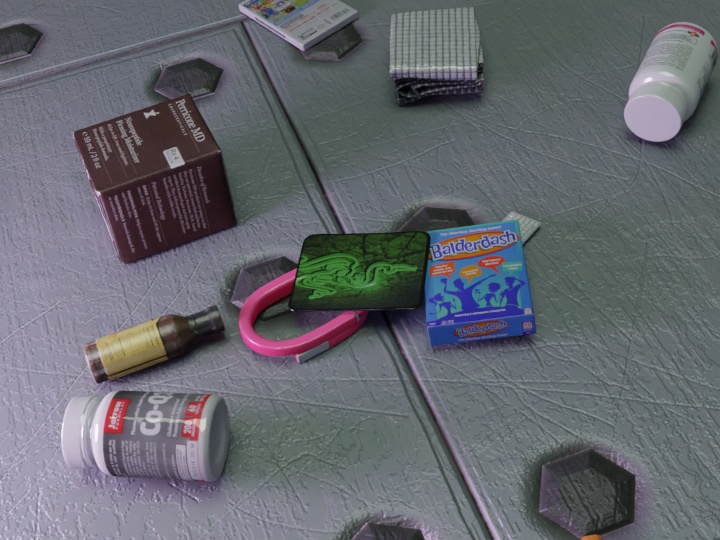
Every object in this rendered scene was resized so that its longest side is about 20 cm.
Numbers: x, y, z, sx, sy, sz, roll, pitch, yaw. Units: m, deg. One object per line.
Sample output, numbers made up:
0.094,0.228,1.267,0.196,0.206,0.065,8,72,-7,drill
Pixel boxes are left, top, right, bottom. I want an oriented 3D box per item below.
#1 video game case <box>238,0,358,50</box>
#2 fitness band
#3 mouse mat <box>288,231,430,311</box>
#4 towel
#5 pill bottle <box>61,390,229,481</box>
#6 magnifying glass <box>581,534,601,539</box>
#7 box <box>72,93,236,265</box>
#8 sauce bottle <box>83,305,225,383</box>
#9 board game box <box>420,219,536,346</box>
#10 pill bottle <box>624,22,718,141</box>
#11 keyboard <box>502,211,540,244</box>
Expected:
-0.122,-0.507,2.140,0.143,0.018,0.200,-37,54,-23,video game case
-0.083,0.058,1.614,0.200,0.037,0.144,-28,51,-19,fitness band
0.000,0.000,1.624,0.200,0.008,0.161,-2,46,13,mouse mat
0.135,-0.384,1.957,0.165,0.086,0.200,-2,46,3,towel
-0.282,0.216,1.443,0.200,0.114,0.114,2,48,8,pill bottle
0.291,0.401,1.272,0.079,0.022,0.200,-8,47,0,magnifying glass
-0.325,-0.146,1.740,0.200,0.164,0.166,-21,49,-12,box
-0.296,0.103,1.583,0.200,0.065,0.065,-19,49,-12,sauce bottle
0.169,0.015,1.602,0.152,0.045,0.200,-8,43,6,board game box
0.515,-0.313,1.825,0.113,0.113,0.200,17,52,21,pill bottle
0.198,-0.022,1.670,0.056,0.011,0.200,29,57,28,keyboard
